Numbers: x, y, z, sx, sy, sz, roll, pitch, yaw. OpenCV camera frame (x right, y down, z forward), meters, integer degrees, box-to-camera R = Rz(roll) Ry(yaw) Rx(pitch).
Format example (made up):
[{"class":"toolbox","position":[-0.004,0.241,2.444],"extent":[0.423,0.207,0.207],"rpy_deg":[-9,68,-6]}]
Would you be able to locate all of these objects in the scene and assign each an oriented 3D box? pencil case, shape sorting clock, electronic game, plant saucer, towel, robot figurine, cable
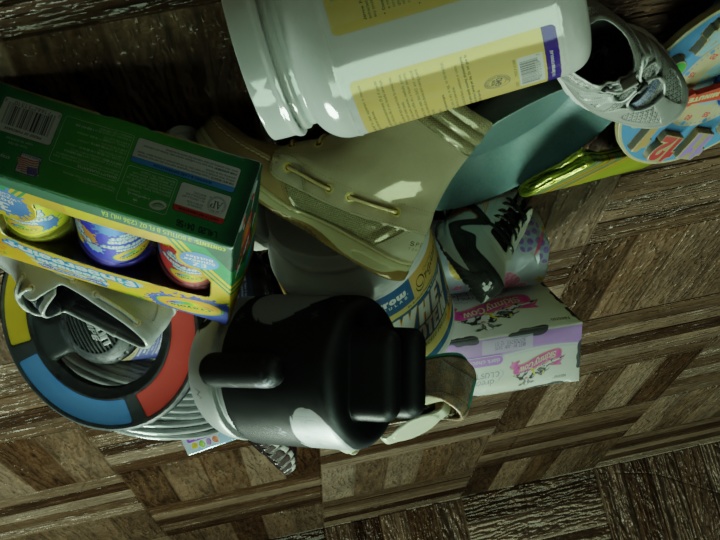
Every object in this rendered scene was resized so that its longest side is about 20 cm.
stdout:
[{"class":"pencil case","position":[0.094,-0.014,1.351],"extent":[0.198,0.084,0.091],"rpy_deg":[-8,176,-14]},{"class":"shape sorting clock","position":[0.301,-0.159,1.096],"extent":[0.198,0.039,0.201],"rpy_deg":[-21,153,-11]},{"class":"electronic game","position":[-0.225,0.042,1.139],"extent":[0.198,0.202,0.042],"rpy_deg":[-21,-175,22]},{"class":"plant saucer","position":[0.132,-0.119,1.110],"extent":[0.199,0.039,0.201],"rpy_deg":[-25,164,-8]},{"class":"towel","position":[0.236,-0.103,1.232],"extent":[0.199,0.018,0.086],"rpy_deg":[-15,173,-44]},{"class":"robot figurine","position":[-0.045,0.079,1.065],"extent":[0.198,0.126,0.151],"rpy_deg":[0,139,32]},{"class":"cable","position":[-0.216,0.097,1.308],"extent":[0.198,0.200,0.070],"rpy_deg":[9,108,-29]}]

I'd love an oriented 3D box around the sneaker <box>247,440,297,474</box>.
[{"class":"sneaker","position":[-0.068,0.127,1.294],"extent":[0.116,0.075,0.200],"rpy_deg":[-48,163,-12]}]

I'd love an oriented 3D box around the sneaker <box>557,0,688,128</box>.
[{"class":"sneaker","position":[0.182,-0.145,0.964],"extent":[0.199,0.082,0.075],"rpy_deg":[22,114,-41]}]

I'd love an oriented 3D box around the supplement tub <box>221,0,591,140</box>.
[{"class":"supplement tub","position":[0.026,-0.164,0.786],"extent":[0.198,0.147,0.146],"rpy_deg":[-15,161,6]}]

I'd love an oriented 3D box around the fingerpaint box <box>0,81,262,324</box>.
[{"class":"fingerpaint box","position":[-0.180,-0.043,0.975],"extent":[0.198,0.074,0.167],"rpy_deg":[17,158,-1]}]

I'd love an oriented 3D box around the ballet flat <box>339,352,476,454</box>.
[{"class":"ballet flat","position":[0.006,0.123,1.155],"extent":[0.198,0.068,0.068],"rpy_deg":[-16,144,22]}]

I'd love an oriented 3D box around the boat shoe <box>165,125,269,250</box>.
[{"class":"boat shoe","position":[-0.133,-0.060,1.092],"extent":[0.060,0.075,0.200],"rpy_deg":[-12,164,14]}]

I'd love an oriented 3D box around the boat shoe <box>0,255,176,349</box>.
[{"class":"boat shoe","position":[-0.245,0.008,1.075],"extent":[0.198,0.069,0.072],"rpy_deg":[24,150,4]}]

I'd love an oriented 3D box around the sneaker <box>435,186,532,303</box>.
[{"class":"sneaker","position":[0.117,-0.041,1.205],"extent":[0.079,0.201,0.074],"rpy_deg":[-28,112,16]}]

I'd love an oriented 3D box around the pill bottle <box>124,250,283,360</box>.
[{"class":"pill bottle","position":[-0.154,0.025,1.248],"extent":[0.198,0.113,0.112],"rpy_deg":[-1,158,-29]}]

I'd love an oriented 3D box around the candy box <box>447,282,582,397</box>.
[{"class":"candy box","position":[0.117,0.053,1.389],"extent":[0.166,0.200,0.072],"rpy_deg":[-7,116,-16]}]

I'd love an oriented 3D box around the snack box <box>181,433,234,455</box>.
[{"class":"snack box","position":[-0.103,0.115,1.467],"extent":[0.167,0.068,0.200],"rpy_deg":[-20,-169,20]}]

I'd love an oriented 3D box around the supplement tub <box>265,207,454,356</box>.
[{"class":"supplement tub","position":[0.000,0.000,1.172],"extent":[0.143,0.146,0.201],"rpy_deg":[-15,141,5]}]

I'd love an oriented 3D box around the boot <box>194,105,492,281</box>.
[{"class":"boot","position":[-0.014,-0.106,1.015],"extent":[0.156,0.199,0.073],"rpy_deg":[-59,175,12]}]
